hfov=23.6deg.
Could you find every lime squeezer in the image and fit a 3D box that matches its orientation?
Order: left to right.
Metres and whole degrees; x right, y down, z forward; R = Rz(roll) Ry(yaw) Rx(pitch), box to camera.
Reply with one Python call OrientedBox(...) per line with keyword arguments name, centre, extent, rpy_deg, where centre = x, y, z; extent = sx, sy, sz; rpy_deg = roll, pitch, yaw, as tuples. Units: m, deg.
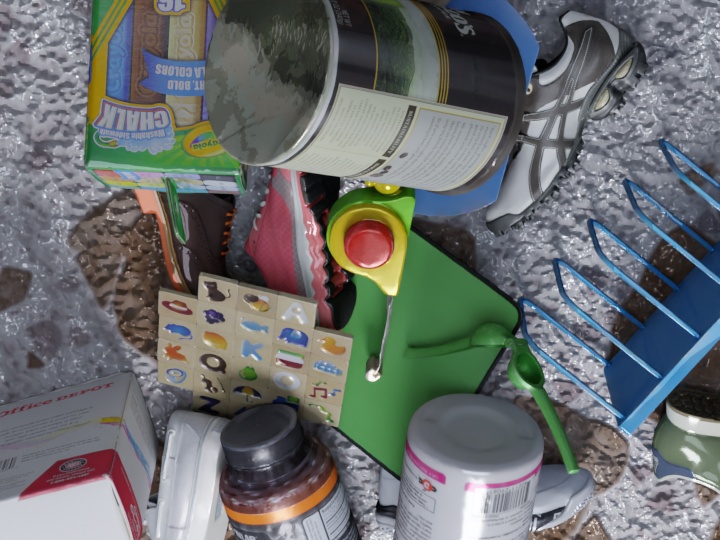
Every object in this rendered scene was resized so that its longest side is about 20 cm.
OrientedBox(name="lime squeezer", centre=(0.114, 0.085, 1.405), extent=(0.071, 0.200, 0.038), rpy_deg=(-57, 142, 1))

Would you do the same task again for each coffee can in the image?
OrientedBox(name="coffee can", centre=(0.005, -0.139, 1.300), extent=(0.200, 0.146, 0.147), rpy_deg=(5, 114, -42))

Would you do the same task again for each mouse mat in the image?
OrientedBox(name="mouse mat", centre=(0.035, 0.069, 1.489), extent=(0.161, 0.008, 0.200), rpy_deg=(37, 112, 19))

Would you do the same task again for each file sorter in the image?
OrientedBox(name="file sorter", centre=(0.240, 0.007, 1.446), extent=(0.123, 0.139, 0.200), rpy_deg=(38, 105, -9))

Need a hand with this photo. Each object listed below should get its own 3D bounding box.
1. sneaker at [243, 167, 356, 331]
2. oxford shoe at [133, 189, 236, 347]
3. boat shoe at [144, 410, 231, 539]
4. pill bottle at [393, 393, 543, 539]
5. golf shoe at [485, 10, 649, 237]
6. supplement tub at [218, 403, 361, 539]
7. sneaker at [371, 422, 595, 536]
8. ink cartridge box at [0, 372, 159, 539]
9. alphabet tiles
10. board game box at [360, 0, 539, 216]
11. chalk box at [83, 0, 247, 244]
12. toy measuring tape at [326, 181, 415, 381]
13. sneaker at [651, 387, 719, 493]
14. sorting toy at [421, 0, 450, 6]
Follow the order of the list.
OrientedBox(name="sneaker", centre=(-0.064, -0.041, 1.463), extent=(0.087, 0.074, 0.200), rpy_deg=(-3, 103, 23))
OrientedBox(name="oxford shoe", centre=(-0.134, -0.028, 1.468), extent=(0.072, 0.071, 0.200), rpy_deg=(-21, 107, 3))
OrientedBox(name="boat shoe", centre=(-0.162, 0.219, 1.559), extent=(0.068, 0.072, 0.200), rpy_deg=(18, 117, 16))
OrientedBox(name="pill bottle", centre=(0.086, 0.214, 1.451), extent=(0.113, 0.113, 0.200), rpy_deg=(5, 120, -2))
OrientedBox(name="golf shoe", centre=(0.150, -0.124, 1.438), extent=(0.094, 0.078, 0.200), rpy_deg=(34, 97, -5))
OrientedBox(name="supplement tub", centre=(-0.061, 0.219, 1.526), extent=(0.107, 0.107, 0.200), rpy_deg=(-16, 114, 5))
OrientedBox(name="sneaker", centre=(0.106, 0.172, 1.535), extent=(0.200, 0.075, 0.115), rpy_deg=(-7, 112, 6))
OrientedBox(name="ink cartridge box", centre=(-0.258, 0.178, 1.470), extent=(0.147, 0.200, 0.086), rpy_deg=(-15, 109, 5))
OrientedBox(name="alphabet tiles", centre=(-0.093, 0.075, 1.475), extent=(0.166, 0.006, 0.200), rpy_deg=(14, 141, 4))
OrientedBox(name="board game box", centre=(0.065, -0.148, 1.430), extent=(0.158, 0.039, 0.200), rpy_deg=(21, 109, 20))
OrientedBox(name="chalk box", centre=(-0.150, -0.124, 1.370), extent=(0.124, 0.124, 0.200), rpy_deg=(4, 85, -2))
OrientedBox(name="toy measuring tape", centre=(0.000, 0.000, 1.442), extent=(0.073, 0.074, 0.200), rpy_deg=(8, 119, -3))
OrientedBox(name="sneaker", centre=(0.355, 0.172, 1.546), extent=(0.200, 0.067, 0.090), rpy_deg=(15, 116, -5))
OrientedBox(name="sorting toy", centre=(0.016, -0.285, 1.328), extent=(0.200, 0.036, 0.185), rpy_deg=(35, 119, -24))
